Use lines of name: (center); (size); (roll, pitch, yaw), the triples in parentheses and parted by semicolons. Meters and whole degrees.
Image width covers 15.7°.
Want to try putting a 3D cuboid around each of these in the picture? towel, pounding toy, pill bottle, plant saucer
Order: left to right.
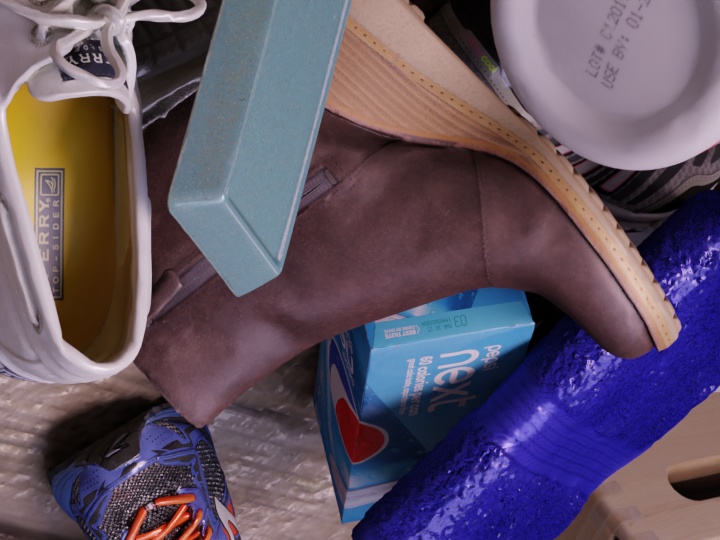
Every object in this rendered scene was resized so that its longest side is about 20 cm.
plant saucer: (-0.020, -0.095, 0.847); (0.019, 0.201, 0.070); (5, 157, 20)
towel: (0.094, 0.057, 1.059); (0.200, 0.050, 0.148); (-45, 165, 7)
pounding toy: (0.133, 0.177, 1.341); (0.199, 0.142, 0.185); (-7, 137, -37)
pill bottle: (0.143, -0.115, 0.980); (0.200, 0.109, 0.109); (-28, 153, -50)

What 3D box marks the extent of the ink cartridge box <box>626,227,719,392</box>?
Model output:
ink cartridge box: (0.225, 0.010, 1.172); (0.147, 0.086, 0.199); (0, 177, -42)

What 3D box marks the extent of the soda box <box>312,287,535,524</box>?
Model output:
soda box: (0.022, 0.039, 1.086); (0.067, 0.064, 0.200); (-10, 156, -8)

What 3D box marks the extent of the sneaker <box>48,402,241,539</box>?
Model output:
sneaker: (-0.076, 0.126, 1.144); (0.075, 0.079, 0.200); (-32, 147, -7)

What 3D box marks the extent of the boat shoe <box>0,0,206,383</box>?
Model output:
boat shoe: (-0.090, -0.064, 0.794); (0.074, 0.086, 0.203); (-3, 94, -34)

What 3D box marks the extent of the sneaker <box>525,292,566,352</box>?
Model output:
sneaker: (0.078, 0.064, 1.192); (0.066, 0.091, 0.201); (-9, 139, -24)

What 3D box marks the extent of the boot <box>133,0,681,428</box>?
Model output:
boot: (0.000, 0.000, 0.965); (0.166, 0.200, 0.072); (-45, -179, 5)

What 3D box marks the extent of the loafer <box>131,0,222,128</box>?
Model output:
loafer: (-0.106, -0.069, 0.890); (0.199, 0.075, 0.070); (-30, 162, -5)

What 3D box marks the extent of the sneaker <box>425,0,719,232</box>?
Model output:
sneaker: (0.094, -0.073, 1.052); (0.199, 0.074, 0.088); (8, 134, -41)
